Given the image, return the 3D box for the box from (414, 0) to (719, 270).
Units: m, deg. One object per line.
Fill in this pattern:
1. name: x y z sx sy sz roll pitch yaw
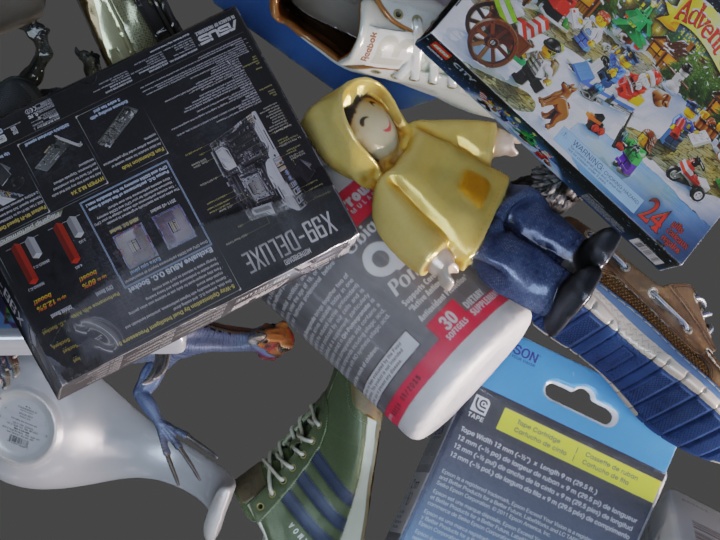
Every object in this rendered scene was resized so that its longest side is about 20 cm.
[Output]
1. box: 0.150 -0.117 1.449 0.200 0.038 0.137 42 78 -8

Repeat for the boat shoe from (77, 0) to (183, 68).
1. boat shoe: -0.153 -0.199 1.527 0.065 0.073 0.201 -23 106 -7

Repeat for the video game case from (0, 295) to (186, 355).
1. video game case: -0.201 -0.027 1.530 0.199 0.183 0.023 0 144 3

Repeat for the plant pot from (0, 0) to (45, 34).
1. plant pot: -0.282 -0.199 1.482 0.173 0.200 0.201 -8 106 -13

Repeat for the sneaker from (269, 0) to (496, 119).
1. sneaker: 0.036 -0.129 1.474 0.199 0.085 0.073 21 119 7

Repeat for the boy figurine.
1. boy figurine: 0.058 -0.049 1.485 0.200 0.124 0.064 36 146 -1

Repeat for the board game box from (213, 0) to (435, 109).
1. board game box: 0.003 -0.197 1.533 0.200 0.039 0.158 35 109 -2

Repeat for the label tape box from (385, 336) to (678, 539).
1. label tape box: 0.105 0.156 1.605 0.143 0.066 0.201 25 82 -4

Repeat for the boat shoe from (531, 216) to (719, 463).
1. boat shoe: 0.187 0.041 1.560 0.200 0.073 0.072 41 148 -13

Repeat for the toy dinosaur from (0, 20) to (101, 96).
1. toy dinosaur: -0.197 -0.102 1.531 0.199 0.047 0.088 24 100 17

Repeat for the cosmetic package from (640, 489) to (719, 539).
1. cosmetic package: 0.221 0.283 1.589 0.166 0.167 0.201 28 106 -6

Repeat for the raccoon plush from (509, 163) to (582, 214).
1. raccoon plush: 0.121 -0.113 1.527 0.200 0.097 0.134 -36 93 12

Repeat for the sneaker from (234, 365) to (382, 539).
1. sneaker: -0.038 0.139 1.611 0.089 0.067 0.201 8 108 -3

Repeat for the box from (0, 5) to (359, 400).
1. box: -0.123 -0.041 1.445 0.199 0.050 0.158 -28 83 -14

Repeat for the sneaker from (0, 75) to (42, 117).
1. sneaker: -0.279 -0.076 1.495 0.199 0.074 0.085 -2 87 -5

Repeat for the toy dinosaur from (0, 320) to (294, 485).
1. toy dinosaur: -0.140 0.029 1.562 0.181 0.105 0.201 -14 69 -19

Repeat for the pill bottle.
1. pill bottle: 0.000 0.000 1.536 0.200 0.111 0.111 43 104 9

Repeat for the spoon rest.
1. spoon rest: -0.172 0.115 1.625 0.199 0.061 0.100 24 105 10
